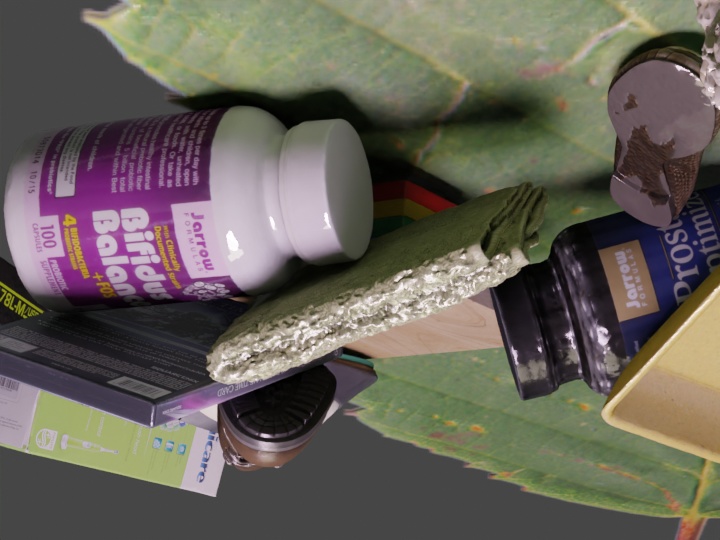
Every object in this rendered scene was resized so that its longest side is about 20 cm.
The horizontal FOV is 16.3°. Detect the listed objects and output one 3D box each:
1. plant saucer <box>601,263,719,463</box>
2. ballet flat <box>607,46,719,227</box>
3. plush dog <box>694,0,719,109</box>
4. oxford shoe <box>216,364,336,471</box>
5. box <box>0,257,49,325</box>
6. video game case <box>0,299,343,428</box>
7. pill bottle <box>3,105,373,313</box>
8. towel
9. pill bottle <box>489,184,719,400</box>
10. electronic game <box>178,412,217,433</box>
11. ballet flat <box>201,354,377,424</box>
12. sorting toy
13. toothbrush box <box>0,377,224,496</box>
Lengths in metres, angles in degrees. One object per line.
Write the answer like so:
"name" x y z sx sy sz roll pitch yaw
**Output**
"plant saucer" 0.269 0.036 1.490 0.200 0.049 0.200 20 125 -30
"ballet flat" 0.178 -0.084 1.443 0.067 0.046 0.200 29 162 14
"plush dog" 0.218 -0.171 1.044 0.200 0.161 0.172 -22 167 -45
"oxford shoe" -0.055 0.092 1.552 0.072 0.085 0.200 8 -167 -3
"box" -0.308 0.004 1.656 0.193 0.048 0.200 14 168 20
"video game case" -0.121 0.046 1.497 0.143 0.019 0.200 16 -163 29
"pill bottle" -0.098 -0.037 1.475 0.199 0.113 0.112 -6 162 20
"towel" 0.014 0.008 1.445 0.200 0.037 0.148 -21 -170 18
"pill bottle" 0.185 0.014 1.560 0.199 0.112 0.112 -16 162 0
"electronic game" -0.142 0.067 1.806 0.200 0.042 0.200 25 -175 -2
"ballet flat" -0.066 0.078 1.698 0.073 0.073 0.200 -13 159 38
"sorting toy" 0.000 0.000 1.656 0.198 0.070 0.200 -7 163 34
"toothbrush box" -0.216 0.105 1.928 0.145 0.086 0.200 11 173 45
